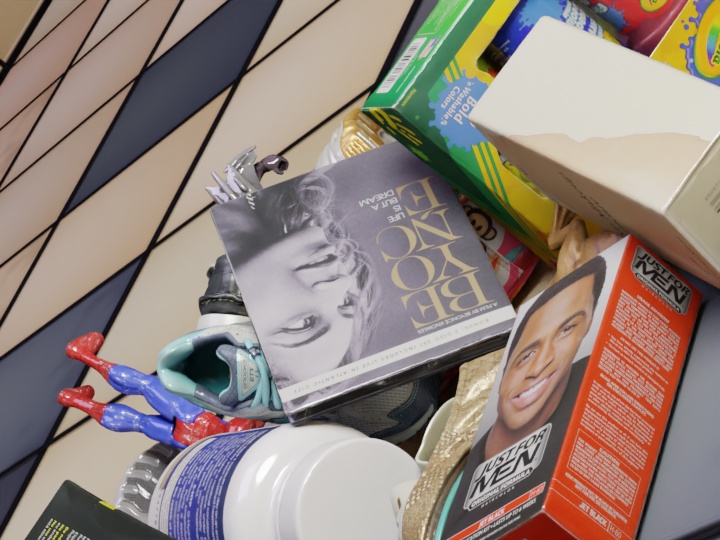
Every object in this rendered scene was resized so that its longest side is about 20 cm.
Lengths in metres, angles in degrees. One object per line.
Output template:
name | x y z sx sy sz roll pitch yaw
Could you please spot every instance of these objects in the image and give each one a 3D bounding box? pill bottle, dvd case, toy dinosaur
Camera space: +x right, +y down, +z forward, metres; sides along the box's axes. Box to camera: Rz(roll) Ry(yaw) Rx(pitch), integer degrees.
pill bottle | -0.039 0.150 1.515 0.120 0.119 0.200 -58 17 -20
dvd case | 0.000 0.000 1.548 0.148 0.016 0.201 -20 43 -4
toy dinosaur | 0.129 0.000 1.483 0.200 0.060 0.107 -41 22 34

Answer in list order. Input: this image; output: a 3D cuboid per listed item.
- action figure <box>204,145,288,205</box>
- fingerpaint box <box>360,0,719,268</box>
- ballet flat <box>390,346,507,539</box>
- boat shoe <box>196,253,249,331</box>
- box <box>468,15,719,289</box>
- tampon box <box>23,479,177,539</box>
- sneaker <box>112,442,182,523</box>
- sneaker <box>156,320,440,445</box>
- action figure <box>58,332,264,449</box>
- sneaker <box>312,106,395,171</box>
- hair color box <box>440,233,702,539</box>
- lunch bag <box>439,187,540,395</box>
action figure | -0.046 -0.026 1.813 0.069 0.131 0.200 -33 -13 3
fingerpaint box | 0.128 -0.127 1.557 0.200 0.167 0.073 -53 15 -8
ballet flat | 0.055 0.119 1.412 0.065 0.071 0.200 -9 32 33
boat shoe | -0.073 0.034 1.815 0.200 0.075 0.061 84 -166 -79
box | 0.156 -0.064 1.394 0.078 0.095 0.200 -52 33 -4
tampon box | -0.097 0.224 1.370 0.199 0.150 0.127 19 72 50
sneaker | -0.155 0.197 1.802 0.200 0.074 0.082 -53 -9 -41
sneaker | -0.041 0.070 1.557 0.199 0.086 0.078 -1 88 39
action figure | -0.108 0.101 1.787 0.099 0.199 0.066 -14 -57 -48
sneaker | 0.015 -0.072 1.793 0.088 0.076 0.200 -51 -17 22
hair color box | 0.111 0.086 1.354 0.101 0.061 0.201 -36 23 43
lunch bag | 0.035 0.005 1.678 0.200 0.082 0.176 -51 16 6
